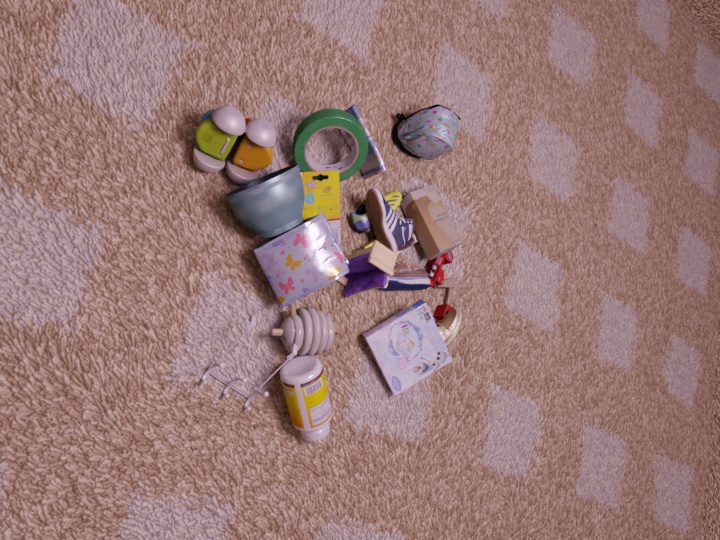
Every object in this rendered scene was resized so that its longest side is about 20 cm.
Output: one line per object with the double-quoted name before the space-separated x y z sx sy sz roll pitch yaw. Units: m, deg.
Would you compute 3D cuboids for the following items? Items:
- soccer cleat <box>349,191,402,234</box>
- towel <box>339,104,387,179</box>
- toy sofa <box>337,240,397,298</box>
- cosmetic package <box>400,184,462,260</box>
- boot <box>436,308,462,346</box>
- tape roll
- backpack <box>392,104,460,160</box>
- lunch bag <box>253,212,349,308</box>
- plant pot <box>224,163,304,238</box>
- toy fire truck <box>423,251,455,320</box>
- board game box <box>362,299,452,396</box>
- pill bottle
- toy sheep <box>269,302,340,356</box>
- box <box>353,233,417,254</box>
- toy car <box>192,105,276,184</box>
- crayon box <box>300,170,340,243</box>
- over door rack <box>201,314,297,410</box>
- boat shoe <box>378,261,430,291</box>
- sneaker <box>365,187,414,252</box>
"soccer cleat" 0.047 -0.186 1.845 0.200 0.064 0.084 -41 107 -31
"towel" -0.001 -0.355 1.788 0.024 0.147 0.202 -31 101 -18
"toy sofa" 0.000 0.000 1.706 0.082 0.199 0.099 33 61 -27
"cosmetic package" 0.211 -0.145 1.919 0.104 0.071 0.202 -23 81 -34
"boot" 0.196 0.169 1.877 0.154 0.072 0.201 37 88 -22
"tape roll" -0.080 -0.329 1.702 0.198 0.201 0.049 22 33 -30
"backpack" 0.207 -0.408 1.903 0.165 0.199 0.129 16 75 -33
"lunch bag" -0.143 -0.030 1.617 0.198 0.127 0.171 -27 100 7
"plant pot" -0.218 -0.162 1.580 0.199 0.199 0.136 -33 107 -33
"toy fire truck" 0.251 0.034 1.968 0.141 0.048 0.202 38 63 -25
"board game box" 0.135 0.218 1.809 0.197 0.043 0.202 -29 108 -9
"pill bottle" -0.132 0.324 1.606 0.108 0.108 0.203 -28 120 -34
"toy sheep" -0.140 0.154 1.635 0.197 0.137 0.141 0 84 -27
"box" 0.074 -0.070 1.858 0.199 0.050 0.076 -34 103 -32
"toy car" -0.312 -0.327 1.574 0.198 0.175 0.151 16 40 -32
"crayon box" -0.115 -0.165 1.708 0.125 0.050 0.204 -8 105 -35
"over door rack" -0.263 0.229 1.527 0.147 0.067 0.201 38 95 -25
"boat shoe" 0.109 0.016 1.866 0.197 0.072 0.073 5 62 -30
"sneaker" 0.085 -0.153 1.793 0.108 0.070 0.203 -33 117 -30
